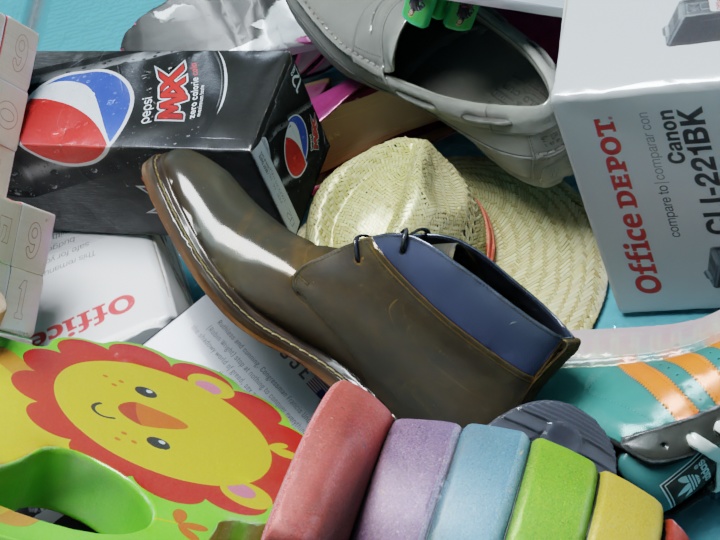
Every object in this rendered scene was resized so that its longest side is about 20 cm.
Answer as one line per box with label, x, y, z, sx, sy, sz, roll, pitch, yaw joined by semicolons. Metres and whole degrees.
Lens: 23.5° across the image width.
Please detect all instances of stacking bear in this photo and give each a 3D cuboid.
stacking bear;0.069;0.118;0.582;0.199;0.122;0.114;18;45;6

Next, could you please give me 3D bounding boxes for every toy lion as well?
toy lion;-0.100;0.073;0.656;0.191;0.069;0.200;20;16;-13

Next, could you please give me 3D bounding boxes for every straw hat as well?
straw hat;0.018;-0.012;0.835;0.201;0.085;0.201;-13;45;13

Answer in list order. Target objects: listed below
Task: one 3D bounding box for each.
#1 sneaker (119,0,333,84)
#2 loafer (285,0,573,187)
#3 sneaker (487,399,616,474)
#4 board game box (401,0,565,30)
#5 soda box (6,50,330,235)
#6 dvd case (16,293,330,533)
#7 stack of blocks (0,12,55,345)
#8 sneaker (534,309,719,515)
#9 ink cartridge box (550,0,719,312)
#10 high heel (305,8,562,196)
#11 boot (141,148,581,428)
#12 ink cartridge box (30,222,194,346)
sneaker;-0.036;-0.141;0.979;0.200;0.086;0.081;-18;78;10
loafer;0.033;-0.115;0.852;0.200;0.070;0.070;35;79;30
sneaker;0.030;0.140;0.678;0.070;0.082;0.200;35;69;5
board game box;0.100;-0.169;0.879;0.199;0.026;0.200;6;37;-15
soda box;-0.121;-0.062;0.835;0.199;0.071;0.063;3;53;22
dvd case;-0.069;0.104;0.760;0.200;0.025;0.150;-39;74;-15
stack of blocks;-0.202;-0.022;0.780;0.115;0.059;0.201;7;82;22
sneaker;0.147;0.064;0.724;0.199;0.071;0.080;-11;49;21
ink cartridge box;0.196;-0.061;0.760;0.199;0.144;0.084;-3;47;22
high heel;0.029;-0.082;0.906;0.200;0.067;0.096;-21;28;25
boot;0.000;0.000;0.733;0.200;0.075;0.097;47;106;8
ink cartridge box;-0.166;0.014;0.893;0.146;0.083;0.200;-24;44;0
